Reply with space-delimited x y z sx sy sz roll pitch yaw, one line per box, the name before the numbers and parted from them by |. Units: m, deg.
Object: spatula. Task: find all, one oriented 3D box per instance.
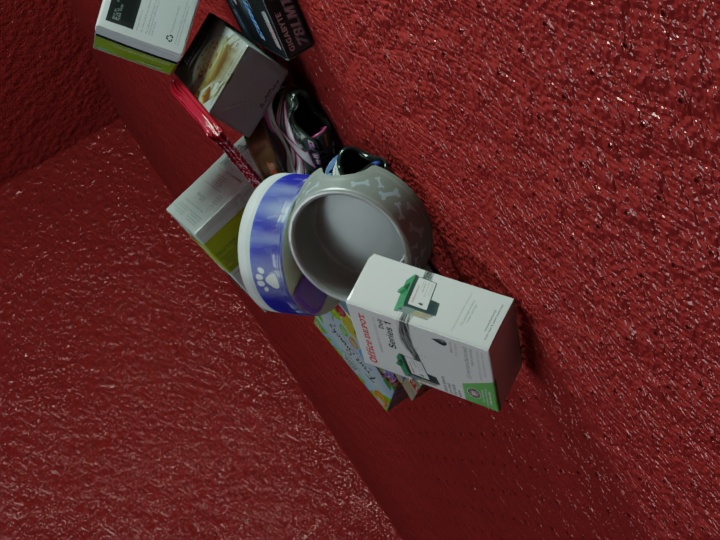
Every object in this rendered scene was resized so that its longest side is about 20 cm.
spatula | -0.027 -0.029 1.697 0.020 0.201 0.057 19 160 51

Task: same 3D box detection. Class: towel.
towel | -0.204 -0.189 1.786 0.145 0.022 0.200 50 179 35

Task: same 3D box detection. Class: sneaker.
sneaker | -0.071 -0.183 1.776 0.086 0.080 0.201 2 133 54
sneaker | 0.015 -0.087 1.631 0.201 0.080 0.115 59 171 11

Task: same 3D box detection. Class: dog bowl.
dog bowl | -0.006 -0.042 1.587 0.198 0.059 0.202 12 125 18
dog bowl | -0.085 -0.037 1.728 0.078 0.201 0.201 6 135 33

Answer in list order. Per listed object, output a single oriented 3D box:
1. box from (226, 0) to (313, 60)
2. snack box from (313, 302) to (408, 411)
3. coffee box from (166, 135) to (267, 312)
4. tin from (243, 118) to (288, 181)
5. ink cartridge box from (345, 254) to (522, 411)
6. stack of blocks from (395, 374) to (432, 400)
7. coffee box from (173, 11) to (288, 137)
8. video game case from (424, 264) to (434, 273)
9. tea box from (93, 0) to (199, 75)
box | -0.153 -0.401 1.643 0.198 0.049 0.201 42 160 58
snack box | 0.008 0.114 1.952 0.200 0.053 0.143 49 157 19
coffee box | -0.178 -0.084 2.066 0.198 0.200 0.200 49 174 -26
tin | -0.149 -0.204 1.838 0.201 0.041 0.113 -109 -2 -49
ink cartridge box | 0.093 0.077 1.499 0.198 0.085 0.147 17 149 25
stack of blocks | 0.050 0.076 1.714 0.201 0.058 0.115 58 168 11
coffee box | -0.195 -0.293 1.786 0.079 0.115 0.200 28 -170 -32
video game case | 0.080 0.040 1.756 0.182 0.045 0.200 55 168 18
tea box | -0.307 -0.418 1.793 0.132 0.202 0.197 17 178 -14
